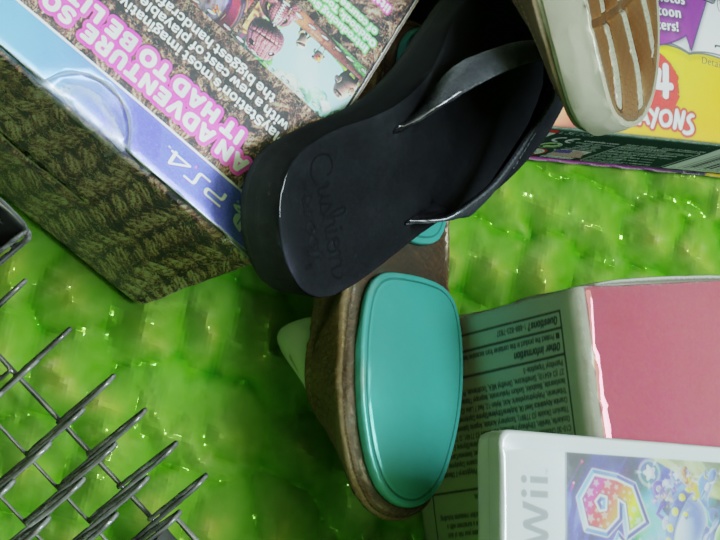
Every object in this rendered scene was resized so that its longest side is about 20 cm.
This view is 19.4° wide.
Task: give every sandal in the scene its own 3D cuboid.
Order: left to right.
[{"bbox_3d":[0.033,-0.049,0.780,0.200,0.043,0.076,-44,127,-41],"label":"sandal"}]

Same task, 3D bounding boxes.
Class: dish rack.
[{"bbox_3d":[-0.112,0.078,0.712,0.200,0.055,0.153,48,29,-5],"label":"dish rack"}]

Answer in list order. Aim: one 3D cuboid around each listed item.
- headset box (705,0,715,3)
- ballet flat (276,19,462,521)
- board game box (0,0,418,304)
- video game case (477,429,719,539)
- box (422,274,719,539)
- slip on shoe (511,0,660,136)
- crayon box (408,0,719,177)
[{"bbox_3d":[0.148,-0.214,0.889,0.148,0.075,0.201,18,74,-23],"label":"headset box"},{"bbox_3d":[0.000,0.000,0.830,0.068,0.072,0.201,13,73,-45],"label":"ballet flat"},{"bbox_3d":[-0.073,-0.118,0.795,0.159,0.097,0.200,41,62,-18],"label":"board game box"},{"bbox_3d":[0.130,0.136,0.763,0.199,0.018,0.144,7,77,-30],"label":"video game case"},{"bbox_3d":[0.103,0.110,0.838,0.109,0.128,0.201,-3,82,-32],"label":"box"},{"bbox_3d":[0.059,-0.144,0.786,0.076,0.060,0.201,-11,84,-59],"label":"slip on shoe"},{"bbox_3d":[0.109,-0.136,0.933,0.199,0.058,0.173,3,79,-31],"label":"crayon box"}]
